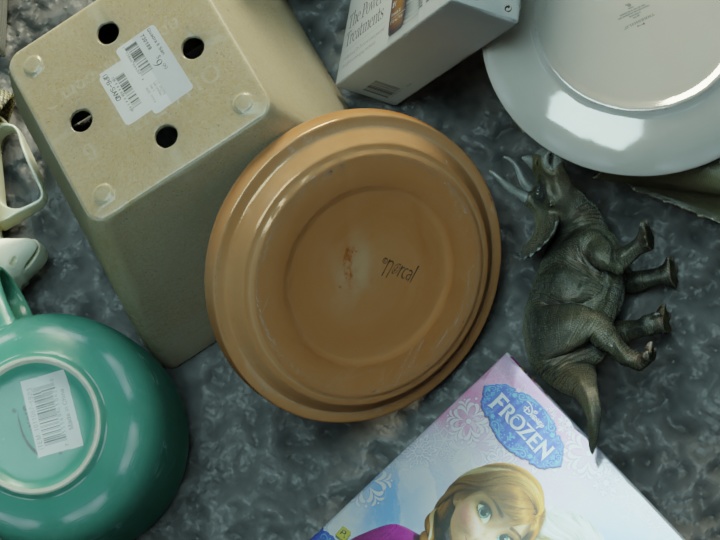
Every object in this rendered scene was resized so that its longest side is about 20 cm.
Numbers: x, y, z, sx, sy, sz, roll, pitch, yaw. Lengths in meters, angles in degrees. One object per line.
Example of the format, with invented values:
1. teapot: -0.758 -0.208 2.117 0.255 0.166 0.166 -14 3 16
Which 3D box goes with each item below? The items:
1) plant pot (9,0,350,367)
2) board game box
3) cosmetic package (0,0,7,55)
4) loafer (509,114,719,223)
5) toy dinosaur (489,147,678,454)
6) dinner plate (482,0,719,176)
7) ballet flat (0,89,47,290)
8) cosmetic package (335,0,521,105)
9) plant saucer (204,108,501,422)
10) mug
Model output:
1. plant pot: -0.117 -0.089 1.692 0.199 0.177 0.200 -32 67 5
2. board game box: 0.087 0.190 1.615 0.199 0.041 0.200 -44 67 -1
3. cosmetic package: -0.309 -0.226 1.779 0.090 0.200 0.108 -4 71 15
4. loafer: 0.178 -0.075 1.647 0.199 0.076 0.070 27 47 26
5. toy dinosaur: 0.142 0.024 1.646 0.102 0.077 0.201 -6 73 26
6. dinner plate: 0.174 -0.154 1.627 0.199 0.024 0.201 -2 66 4
7. ballet flat: -0.251 -0.037 1.779 0.075 0.068 0.201 -5 68 -2
8. cosmetic package: 0.051 -0.207 1.677 0.051 0.200 0.152 17 72 -18
9. plant saucer: 0.000 0.000 1.630 0.201 0.200 0.032 -50 30 -4
10. mug: -0.208 0.097 1.673 0.184 0.114 0.153 27 86 11
